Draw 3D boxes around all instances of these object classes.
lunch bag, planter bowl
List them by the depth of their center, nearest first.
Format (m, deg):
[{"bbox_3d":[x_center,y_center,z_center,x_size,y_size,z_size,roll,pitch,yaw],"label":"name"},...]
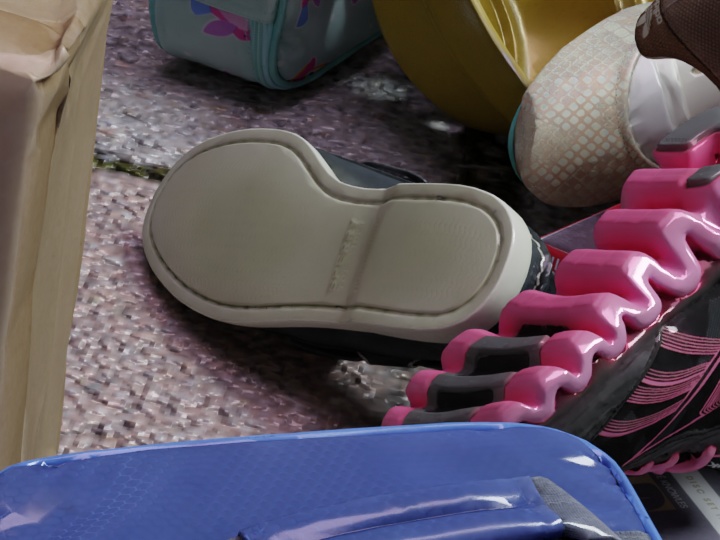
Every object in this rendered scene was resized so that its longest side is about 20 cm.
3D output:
[{"bbox_3d":[0.000,0.115,0.652,0.199,0.133,0.136,-4,38,-21],"label":"lunch bag"},{"bbox_3d":[0.062,-0.119,1.108,0.083,0.201,0.200,-24,9,35],"label":"planter bowl"},{"bbox_3d":[-0.014,-0.188,1.133,0.077,0.201,0.160,23,30,23],"label":"lunch bag"}]

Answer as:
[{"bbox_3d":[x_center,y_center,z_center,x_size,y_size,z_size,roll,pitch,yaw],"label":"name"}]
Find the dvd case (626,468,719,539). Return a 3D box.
[{"bbox_3d":[0.040,0.096,0.831,0.199,0.016,0.149,-4,31,-22],"label":"dvd case"}]

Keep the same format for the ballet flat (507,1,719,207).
[{"bbox_3d":[0.142,-0.080,1.033,0.200,0.068,0.062,-27,13,-34],"label":"ballet flat"}]

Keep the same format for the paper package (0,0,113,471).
[{"bbox_3d":[-0.182,-0.011,0.779,0.199,0.191,0.104,11,26,2],"label":"paper package"}]

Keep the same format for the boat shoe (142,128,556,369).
[{"bbox_3d":[0.001,-0.002,0.940,0.199,0.075,0.066,6,-20,48],"label":"boat shoe"}]

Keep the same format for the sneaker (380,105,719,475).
[{"bbox_3d":[0.088,0.037,0.829,0.200,0.096,0.079,-42,21,-15],"label":"sneaker"}]

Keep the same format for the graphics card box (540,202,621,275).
[{"bbox_3d":[0.165,0.032,0.932,0.199,0.051,0.125,25,24,26],"label":"graphics card box"}]

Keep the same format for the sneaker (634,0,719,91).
[{"bbox_3d":[0.176,-0.051,0.990,0.075,0.200,0.071,-16,44,32],"label":"sneaker"}]
